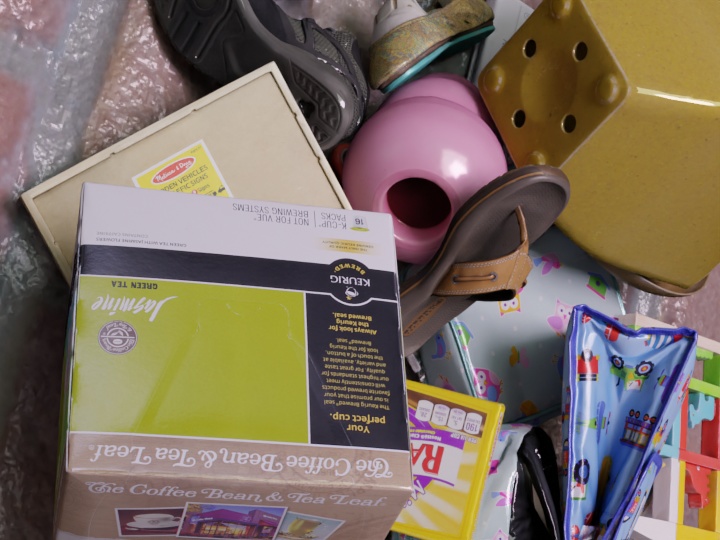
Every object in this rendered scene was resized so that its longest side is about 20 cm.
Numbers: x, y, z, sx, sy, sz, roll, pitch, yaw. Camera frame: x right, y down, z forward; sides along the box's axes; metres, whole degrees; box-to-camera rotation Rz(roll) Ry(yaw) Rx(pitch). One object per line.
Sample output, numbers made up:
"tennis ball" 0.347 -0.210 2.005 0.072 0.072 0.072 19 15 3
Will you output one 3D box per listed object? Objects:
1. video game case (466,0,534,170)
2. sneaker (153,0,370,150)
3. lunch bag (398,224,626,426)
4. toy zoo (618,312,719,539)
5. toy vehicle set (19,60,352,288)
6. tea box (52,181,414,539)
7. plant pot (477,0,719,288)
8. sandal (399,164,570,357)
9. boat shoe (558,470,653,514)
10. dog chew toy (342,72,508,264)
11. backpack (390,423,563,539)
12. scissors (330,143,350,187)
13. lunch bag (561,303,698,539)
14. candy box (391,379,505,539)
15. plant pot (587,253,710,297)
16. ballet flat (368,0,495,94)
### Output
"video game case" 0.172 -0.121 1.299 0.199 0.024 0.184 28 64 -27
"sneaker" -0.070 -0.171 1.118 0.199 0.076 0.114 41 20 8
"lunch bag" 0.124 0.050 1.189 0.199 0.077 0.162 -15 88 -37
"toy zoo" 0.252 0.147 1.211 0.130 0.020 0.202 17 72 -40
"toy vehicle set" -0.117 -0.044 1.027 0.199 0.026 0.125 -29 96 -12
"tea box" -0.083 0.070 0.912 0.198 0.134 0.198 6 55 -12
"plant pot" 0.205 -0.124 1.115 0.199 0.196 0.195 5 51 -39
"sandal" 0.081 0.005 1.052 0.081 0.200 0.055 15 37 -49
"boat shoe" 0.181 0.191 1.199 0.200 0.065 0.074 -38 100 -35
"dog chew toy" 0.056 -0.090 1.138 0.125 0.124 0.200 47 27 -16
"backpack" 0.086 0.209 1.071 0.167 0.125 0.202 2 88 -78
"scissors" 0.000 0.000 1.153 0.073 0.014 0.202 -13 84 -38
"lunch bag" 0.180 0.139 1.082 0.093 0.151 0.202 12 85 13
"candy box" -0.008 0.117 1.022 0.198 0.026 0.103 13 87 12
"plant pot" 0.213 -0.055 1.238 0.199 0.027 0.201 31 35 -25
"ballet flat" 0.047 -0.193 1.183 0.071 0.070 0.200 62 33 -6
